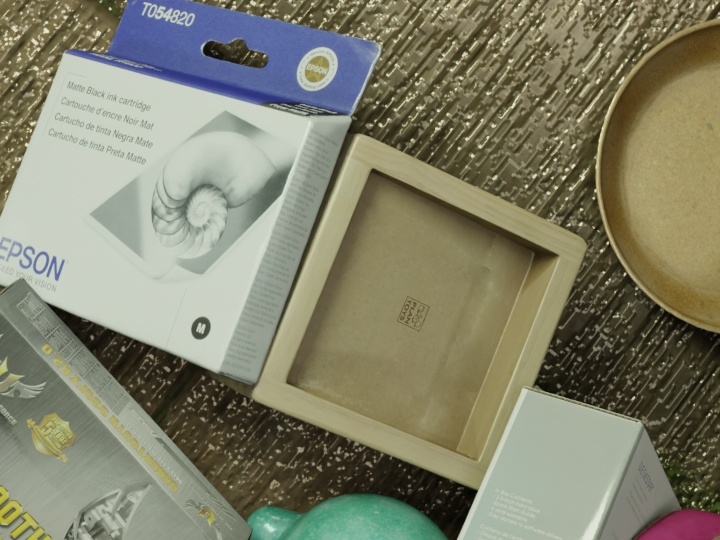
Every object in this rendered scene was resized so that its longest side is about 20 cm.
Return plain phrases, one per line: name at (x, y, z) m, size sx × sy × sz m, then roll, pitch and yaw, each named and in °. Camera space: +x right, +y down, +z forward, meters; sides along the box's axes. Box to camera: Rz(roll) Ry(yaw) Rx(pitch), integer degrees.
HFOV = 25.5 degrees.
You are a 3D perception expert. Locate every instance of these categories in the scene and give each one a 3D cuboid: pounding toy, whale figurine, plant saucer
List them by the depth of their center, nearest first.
whale figurine at (-0.033, 0.205, 0.920) m, size 0.199 × 0.104 × 0.160 m, roll -20°, pitch 67°, yaw -7°
pounding toy at (0.000, 0.000, 0.940) m, size 0.199 × 0.142 × 0.185 m, roll 24°, pitch 86°, yaw -20°
plant saucer at (0.240, -0.059, 1.018) m, size 0.199 × 0.035 × 0.201 m, roll 0°, pitch 90°, yaw -10°

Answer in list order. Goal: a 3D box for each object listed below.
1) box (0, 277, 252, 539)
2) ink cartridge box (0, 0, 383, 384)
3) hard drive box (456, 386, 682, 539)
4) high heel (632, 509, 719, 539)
box at (-0.185, 0.130, 0.905) m, size 0.158 × 0.048 × 0.200 m, roll -39°, pitch 97°, yaw 19°
ink cartridge box at (-0.106, -0.059, 0.896) m, size 0.199 × 0.041 × 0.201 m, roll 17°, pitch 84°, yaw 34°
hard drive box at (0.106, 0.193, 0.904) m, size 0.077 × 0.156 × 0.201 m, roll 16°, pitch 67°, yaw 29°
high heel at (0.229, 0.174, 0.902) m, size 0.199 × 0.096 × 0.068 m, roll -4°, pitch 101°, yaw -43°
